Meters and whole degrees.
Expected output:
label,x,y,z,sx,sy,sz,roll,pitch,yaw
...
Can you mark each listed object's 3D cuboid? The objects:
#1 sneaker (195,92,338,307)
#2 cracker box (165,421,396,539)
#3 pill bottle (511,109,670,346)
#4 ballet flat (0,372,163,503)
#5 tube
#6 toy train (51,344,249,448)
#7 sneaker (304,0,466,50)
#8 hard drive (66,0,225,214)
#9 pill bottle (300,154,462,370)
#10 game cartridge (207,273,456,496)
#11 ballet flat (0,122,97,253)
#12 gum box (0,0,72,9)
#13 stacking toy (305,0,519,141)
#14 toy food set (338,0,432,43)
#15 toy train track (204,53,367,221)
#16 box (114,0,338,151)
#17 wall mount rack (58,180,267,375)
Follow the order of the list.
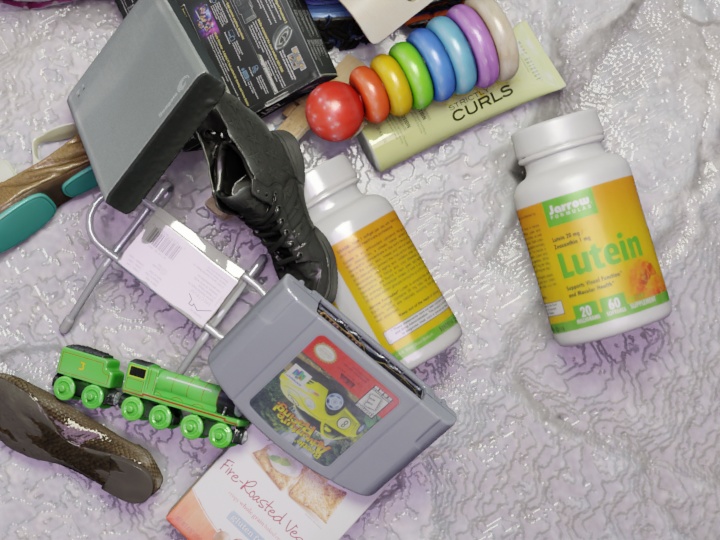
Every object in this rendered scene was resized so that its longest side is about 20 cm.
label,x,y,z,sx,sy,sz,roll,pitch,yaw
sneaker,-0.087,-0.057,1.328,0.060,0.104,0.201,-19,83,34
cracker box,-0.066,0.199,1.430,0.134,0.058,0.200,42,86,-2
pill bottle,0.206,-0.041,1.416,0.110,0.111,0.202,-17,89,-3
ballet flat,-0.271,0.151,1.432,0.199,0.046,0.068,27,119,4
tube,0.091,-0.162,1.455,0.199,0.052,0.058,-28,119,-7
toy train,-0.191,0.113,1.407,0.199,0.042,0.057,14,90,15
sneaker,0.010,-0.263,1.449,0.198,0.075,0.079,-11,73,-6
hard drive,-0.188,-0.152,1.327,0.033,0.200,0.140,31,106,-34
pill bottle,0.000,0.000,1.412,0.111,0.111,0.201,-30,90,-3
game cartridge,-0.031,0.108,1.352,0.200,0.041,0.133,40,122,-11
ballet flat,-0.296,-0.088,1.429,0.199,0.068,0.073,-35,69,-4
gum box,-0.244,-0.313,1.388,0.199,0.066,0.115,-6,86,26
stacking toy,0.041,-0.177,1.392,0.199,0.085,0.086,-25,90,-11
toy food set,0.016,-0.301,1.403,0.143,0.060,0.200,-38,47,-3
toy train track,-0.066,-0.120,1.441,0.114,0.033,0.200,37,76,29
box,-0.133,-0.233,1.412,0.159,0.043,0.201,-26,88,23
wall mount rack,-0.183,0.022,1.425,0.200,0.075,0.174,37,84,0
